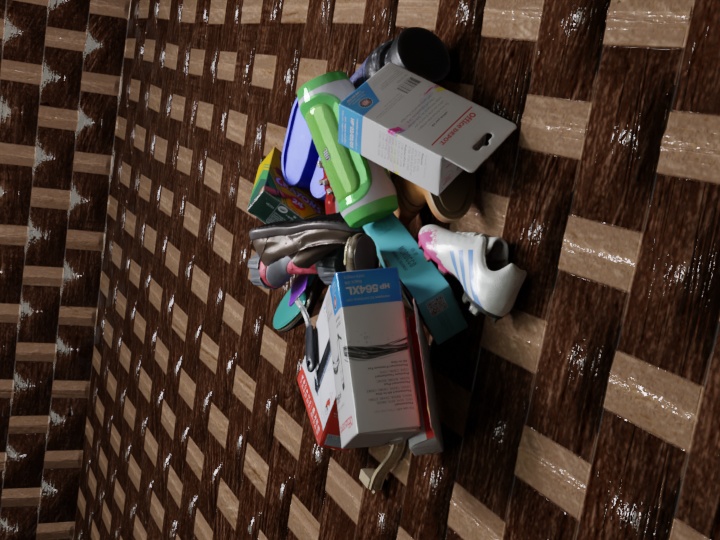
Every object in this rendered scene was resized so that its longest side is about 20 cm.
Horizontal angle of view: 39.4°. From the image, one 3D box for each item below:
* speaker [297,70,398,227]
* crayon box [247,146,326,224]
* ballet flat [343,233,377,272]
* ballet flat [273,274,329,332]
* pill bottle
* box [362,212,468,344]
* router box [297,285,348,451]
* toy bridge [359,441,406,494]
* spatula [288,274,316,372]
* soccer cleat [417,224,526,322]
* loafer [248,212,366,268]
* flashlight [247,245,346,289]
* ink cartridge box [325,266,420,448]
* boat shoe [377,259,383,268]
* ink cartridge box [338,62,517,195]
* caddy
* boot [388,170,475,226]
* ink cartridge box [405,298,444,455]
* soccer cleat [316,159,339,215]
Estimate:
[{"bbox_3d":[-0.017,-0.165,1.373,0.088,0.088,0.202,-31,80,59],"label":"speaker"},{"bbox_3d":[-0.113,-0.124,1.649,0.051,0.126,0.201,-47,19,23],"label":"crayon box"},{"bbox_3d":[0.000,0.000,1.373,0.200,0.046,0.068,58,-130,-70],"label":"ballet flat"},{"bbox_3d":[-0.074,0.031,1.657,0.201,0.068,0.068,-58,34,30],"label":"ballet flat"},{"bbox_3d":[0.042,-0.253,1.421,0.200,0.111,0.113,-39,53,56],"label":"pill bottle"},{"bbox_3d":[0.071,0.006,1.354,0.083,0.049,0.200,62,177,-38],"label":"box"},{"bbox_3d":[-0.031,0.135,1.484,0.200,0.048,0.181,-120,46,-65],"label":"router box"},{"bbox_3d":[0.042,0.233,1.450,0.067,0.027,0.203,39,120,58],"label":"toy bridge"},{"bbox_3d":[-0.086,0.076,1.563,0.057,0.020,0.202,-48,39,34],"label":"spatula"},{"bbox_3d":[0.142,-0.018,1.253,0.087,0.069,0.200,-59,37,17],"label":"soccer cleat"},{"bbox_3d":[-0.071,-0.041,1.474,0.198,0.073,0.072,-4,101,35],"label":"loafer"},{"bbox_3d":[-0.090,-0.003,1.553,0.199,0.068,0.068,2,132,46],"label":"flashlight"},{"bbox_3d":[0.011,0.114,1.268,0.146,0.083,0.203,116,149,-71],"label":"ink cartridge box"},{"bbox_3d":[0.024,-0.031,1.488,0.067,0.056,0.203,9,94,63],"label":"boat shoe"},{"bbox_3d":[0.083,-0.171,1.262,0.199,0.115,0.068,30,144,22],"label":"ink cartridge box"},{"bbox_3d":[-0.040,-0.200,1.592,0.141,0.104,0.202,27,109,39],"label":"caddy"},{"bbox_3d":[0.086,-0.108,1.365,0.155,0.073,0.202,123,151,-45],"label":"boot"},{"bbox_3d":[0.068,0.141,1.274,0.200,0.049,0.163,59,-158,-70],"label":"ink cartridge box"},{"bbox_3d":[-0.016,-0.117,1.508,0.069,0.084,0.202,-124,27,-43],"label":"soccer cleat"}]
